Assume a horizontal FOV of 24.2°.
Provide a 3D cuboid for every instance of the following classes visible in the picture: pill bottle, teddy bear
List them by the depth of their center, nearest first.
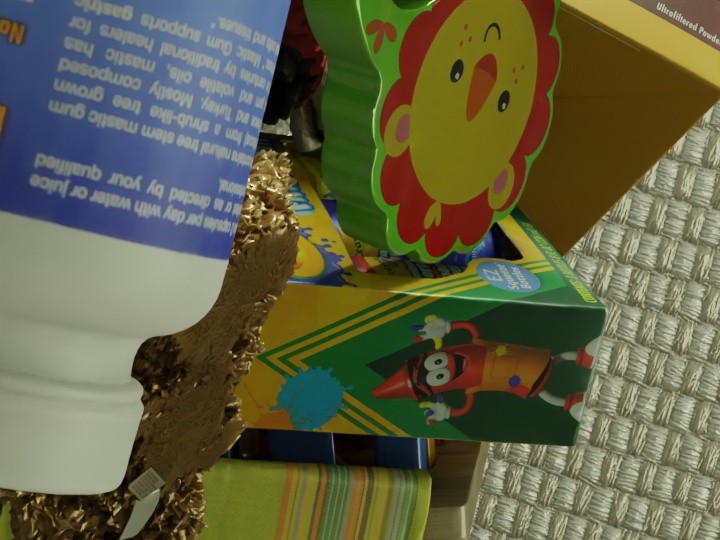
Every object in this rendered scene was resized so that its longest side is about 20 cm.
[{"bbox_3d":[-0.082,-0.048,0.453,0.112,0.111,0.202,2,102,-85],"label":"pill bottle"},{"bbox_3d":[-0.083,0.042,0.585,0.145,0.067,0.201,-35,152,-33],"label":"teddy bear"}]

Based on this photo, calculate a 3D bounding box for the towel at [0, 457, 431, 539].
[{"bbox_3d":[-0.065,0.120,0.723,0.018,0.198,0.087,27,-72,64],"label":"towel"}]

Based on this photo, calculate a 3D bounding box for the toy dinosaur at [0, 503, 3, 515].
[{"bbox_3d":[-0.126,0.062,0.633,0.088,0.047,0.201,-38,145,-57],"label":"toy dinosaur"}]

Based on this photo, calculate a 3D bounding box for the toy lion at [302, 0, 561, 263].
[{"bbox_3d":[0.034,-0.104,0.679,0.200,0.068,0.193,33,80,-57],"label":"toy lion"}]

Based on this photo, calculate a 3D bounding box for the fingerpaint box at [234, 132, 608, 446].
[{"bbox_3d":[0.000,0.000,0.791,0.200,0.165,0.074,-120,-142,-63],"label":"fingerpaint box"}]

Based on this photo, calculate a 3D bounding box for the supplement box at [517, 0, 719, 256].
[{"bbox_3d":[0.119,-0.155,0.905,0.201,0.132,0.197,-67,-173,-29],"label":"supplement box"}]

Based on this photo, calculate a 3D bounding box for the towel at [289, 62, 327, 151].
[{"bbox_3d":[-0.023,-0.167,0.840,0.133,0.034,0.202,-66,147,-66],"label":"towel"}]

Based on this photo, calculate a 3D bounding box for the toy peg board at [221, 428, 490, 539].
[{"bbox_3d":[-0.038,0.067,0.871,0.199,0.198,0.099,-47,133,-79],"label":"toy peg board"}]

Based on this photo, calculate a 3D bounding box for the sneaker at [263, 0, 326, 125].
[{"bbox_3d":[-0.038,-0.137,0.720,0.201,0.070,0.099,103,5,-68],"label":"sneaker"}]
